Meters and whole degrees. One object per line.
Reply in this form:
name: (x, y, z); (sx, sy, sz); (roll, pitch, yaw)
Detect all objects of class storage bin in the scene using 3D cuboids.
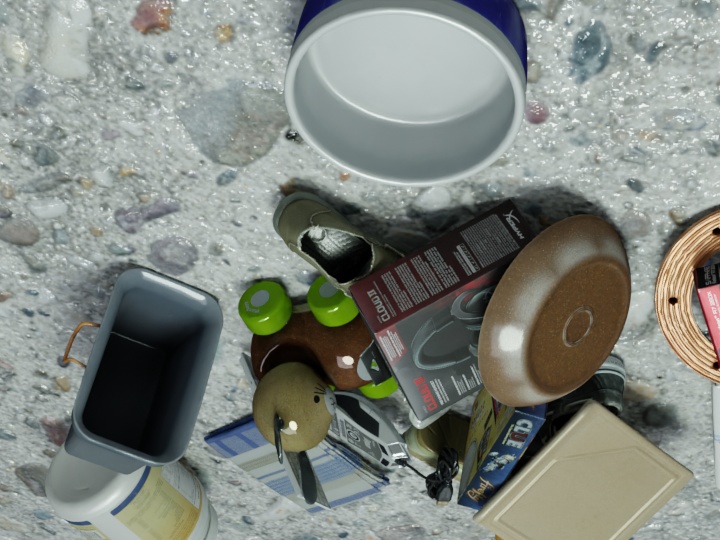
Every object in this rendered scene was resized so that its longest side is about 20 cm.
storage bin: (-0.252, 0.118, 1.462); (0.145, 0.201, 0.134); (23, 148, -17)

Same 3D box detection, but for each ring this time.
ring: (0.382, 0.024, 1.304); (0.199, 0.019, 0.201); (5, 117, 9)

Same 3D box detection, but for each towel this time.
towel: (-0.077, 0.237, 1.699); (0.147, 0.024, 0.200); (-26, 128, 38)

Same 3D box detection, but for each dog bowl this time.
dog bowl: (0.040, -0.165, 1.139); (0.199, 0.079, 0.200); (6, 141, 5)

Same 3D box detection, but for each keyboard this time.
keyboard: (-0.083, 0.173, 1.488); (0.011, 0.200, 0.056); (-41, 141, 17)

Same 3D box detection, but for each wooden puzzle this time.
wooden puzzle: (0.242, 0.241, 1.486); (0.200, 0.037, 0.185); (34, 106, -33)

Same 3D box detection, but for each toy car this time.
toy car: (-0.050, 0.132, 1.423); (0.157, 0.201, 0.164); (-8, 139, 20)

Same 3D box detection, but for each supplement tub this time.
supplement tub: (-0.280, 0.288, 1.702); (0.144, 0.145, 0.200); (-13, 136, 25)

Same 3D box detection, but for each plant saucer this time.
plant saucer: (0.195, 0.047, 1.293); (0.037, 0.200, 0.201); (33, 161, 42)

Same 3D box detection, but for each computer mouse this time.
computer mouse: (0.031, 0.189, 1.560); (0.200, 0.044, 0.110); (32, 155, 21)

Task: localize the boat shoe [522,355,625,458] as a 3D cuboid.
boat shoe: (0.223, 0.167, 1.517); (0.072, 0.071, 0.200); (20, 140, -13)

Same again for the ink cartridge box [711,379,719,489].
ink cartridge box: (0.444, 0.144, 1.435); (0.144, 0.084, 0.200); (-3, 139, 14)

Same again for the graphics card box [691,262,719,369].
graphics card box: (0.422, 0.036, 1.263); (0.199, 0.051, 0.126); (-15, 111, 17)

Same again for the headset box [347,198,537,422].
headset box: (0.092, 0.046, 1.324); (0.199, 0.077, 0.149); (-29, 134, -3)

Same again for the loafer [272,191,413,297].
loafer: (0.000, 0.000, 1.339); (0.200, 0.070, 0.075); (30, 107, -23)

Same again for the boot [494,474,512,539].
boot: (0.250, 0.282, 1.573); (0.200, 0.071, 0.145); (-20, 103, -5)

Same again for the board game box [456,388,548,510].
board game box: (0.156, 0.150, 1.457); (0.034, 0.136, 0.200); (17, 141, -4)

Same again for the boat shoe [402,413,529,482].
boat shoe: (0.143, 0.230, 1.614); (0.200, 0.073, 0.063); (24, 150, -17)

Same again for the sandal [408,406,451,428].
sandal: (0.078, 0.106, 1.483); (0.050, 0.082, 0.203); (46, 146, 22)
